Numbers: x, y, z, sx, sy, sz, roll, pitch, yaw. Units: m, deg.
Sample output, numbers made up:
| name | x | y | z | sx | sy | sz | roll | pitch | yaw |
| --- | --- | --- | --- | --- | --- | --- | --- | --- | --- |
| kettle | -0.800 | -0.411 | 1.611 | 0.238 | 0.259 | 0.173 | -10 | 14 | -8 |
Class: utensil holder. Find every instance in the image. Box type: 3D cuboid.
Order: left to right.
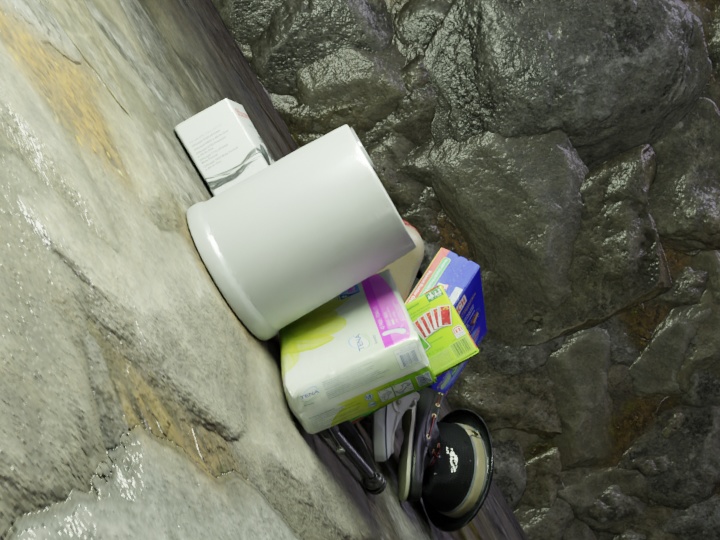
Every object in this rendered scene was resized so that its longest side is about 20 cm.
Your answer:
| name | x | y | z | sx | sy | sz | roll | pitch | yaw |
| --- | --- | --- | --- | --- | --- | --- | --- | --- | --- |
| utensil holder | -0.062 | -0.045 | 1.109 | 0.170 | 0.200 | 0.170 | 59 | 3 | -5 |

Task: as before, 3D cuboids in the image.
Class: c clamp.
| name | x | y | z | sx | sy | sz | roll | pitch | yaw |
| --- | --- | --- | --- | --- | --- | --- | --- | --- | --- |
| c clamp | -0.020 | 0.200 | 1.180 | 0.200 | 0.027 | 0.171 | 55 | 1 | -46 |

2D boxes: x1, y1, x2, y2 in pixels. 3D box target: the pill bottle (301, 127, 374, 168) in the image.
| name | x | y | z | sx | sy | sz | roll | pitch | yaw |
| --- | --- | --- | --- | --- | --- | --- | --- | --- | --- |
| pill bottle | -0.080 | -0.164 | 1.756 | 0.109 | 0.200 | 0.109 | 59 | 4 | -7 |

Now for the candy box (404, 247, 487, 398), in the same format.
| name | x | y | z | sx | sy | sz | roll | pitch | yaw |
| --- | --- | --- | --- | --- | --- | --- | --- | --- | --- |
| candy box | 0.121 | 0.094 | 1.552 | 0.077 | 0.169 | 0.200 | 25 | -26 | 23 |

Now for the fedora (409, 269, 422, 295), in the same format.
| name | x | y | z | sx | sy | sz | roll | pitch | yaw |
| --- | --- | --- | --- | --- | --- | --- | --- | --- | --- |
| fedora | 0.097 | 0.083 | 1.711 | 0.200 | 0.091 | 0.201 | -13 | 105 | -60 |

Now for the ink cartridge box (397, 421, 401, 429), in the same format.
| name | x | y | z | sx | sy | sz | roll | pitch | yaw |
| --- | --- | --- | --- | --- | --- | --- | --- | --- | --- |
| ink cartridge box | 0.033 | 0.207 | 1.711 | 0.200 | 0.037 | 0.095 | 52 | 8 | -51 |

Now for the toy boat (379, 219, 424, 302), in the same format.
| name | x | y | z | sx | sy | sz | roll | pitch | yaw |
| --- | --- | --- | --- | --- | --- | --- | --- | --- | --- |
| toy boat | 0.000 | 0.000 | 1.496 | 0.130 | 0.200 | 0.131 | 12 | 20 | -30 |

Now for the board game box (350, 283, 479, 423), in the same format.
| name | x | y | z | sx | sy | sz | roll | pitch | yaw |
| --- | --- | --- | --- | --- | --- | --- | --- | --- | --- |
| board game box | 0.045 | 0.112 | 1.319 | 0.102 | 0.200 | 0.048 | 61 | 4 | 11 |

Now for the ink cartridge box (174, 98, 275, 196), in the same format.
| name | x | y | z | sx | sy | sz | roll | pitch | yaw |
| --- | --- | --- | --- | --- | --- | --- | --- | --- | --- |
| ink cartridge box | -0.154 | -0.123 | 1.357 | 0.200 | 0.084 | 0.145 | 60 | 4 | -4 |

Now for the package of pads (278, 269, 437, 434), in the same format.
| name | x | y | z | sx | sy | sz | roll | pitch | yaw |
| --- | --- | --- | --- | --- | --- | --- | --- | --- | --- |
| package of pads | -0.014 | 0.085 | 1.111 | 0.200 | 0.154 | 0.068 | -112 | 178 | -67 |

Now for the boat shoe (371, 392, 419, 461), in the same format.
| name | x | y | z | sx | sy | sz | roll | pitch | yaw |
| --- | --- | --- | --- | --- | --- | --- | --- | --- | --- |
| boat shoe | 0.050 | 0.164 | 1.373 | 0.074 | 0.065 | 0.200 | -91 | -175 | -85 |

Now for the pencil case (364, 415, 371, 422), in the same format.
| name | x | y | z | sx | sy | sz | roll | pitch | yaw |
| --- | --- | --- | --- | --- | --- | --- | --- | --- | --- |
| pencil case | -0.006 | 0.131 | 1.440 | 0.200 | 0.078 | 0.089 | 58 | -1 | -33 |

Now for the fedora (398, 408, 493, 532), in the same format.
| name | x | y | z | sx | sy | sz | roll | pitch | yaw |
| --- | --- | --- | --- | --- | --- | --- | --- | --- | --- |
| fedora | 0.117 | 0.297 | 1.540 | 0.091 | 0.201 | 0.201 | 21 | 22 | -24 |

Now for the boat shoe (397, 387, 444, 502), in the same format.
| name | x | y | z | sx | sy | sz | roll | pitch | yaw |
| --- | --- | --- | --- | --- | --- | --- | --- | --- | --- |
| boat shoe | 0.089 | 0.247 | 1.450 | 0.202 | 0.063 | 0.074 | -79 | -175 | -48 |
